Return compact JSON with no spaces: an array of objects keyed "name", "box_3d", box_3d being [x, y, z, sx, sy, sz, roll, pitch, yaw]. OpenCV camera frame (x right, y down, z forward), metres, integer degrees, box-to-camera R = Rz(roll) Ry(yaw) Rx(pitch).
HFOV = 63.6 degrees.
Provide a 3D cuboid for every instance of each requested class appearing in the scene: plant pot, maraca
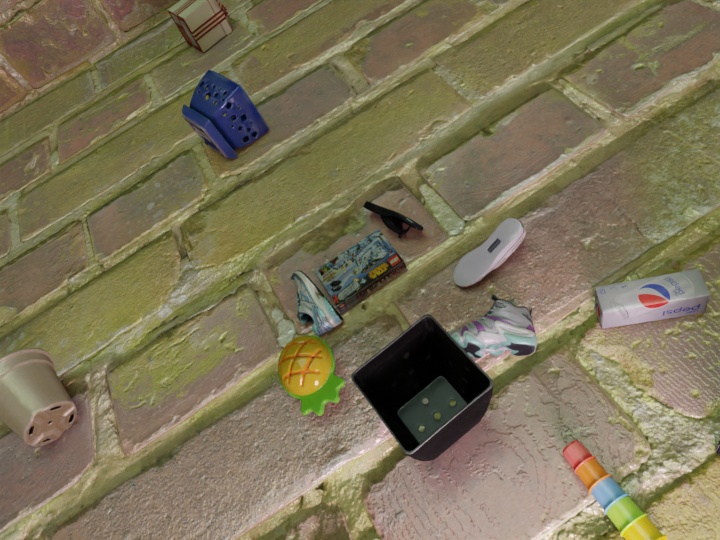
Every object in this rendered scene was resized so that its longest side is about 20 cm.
[{"name":"plant pot","box_3d":[-0.451,-0.499,1.897,0.199,0.200,0.180,35,79,36]},{"name":"plant pot","box_3d":[0.133,0.249,1.125,0.199,0.178,0.200,-37,50,-7]},{"name":"plant pot","box_3d":[-0.824,0.333,1.462,0.183,0.201,0.201,35,73,25]},{"name":"maraca","box_3d":[-0.112,0.228,1.285,0.137,0.107,0.201,-39,51,1]}]

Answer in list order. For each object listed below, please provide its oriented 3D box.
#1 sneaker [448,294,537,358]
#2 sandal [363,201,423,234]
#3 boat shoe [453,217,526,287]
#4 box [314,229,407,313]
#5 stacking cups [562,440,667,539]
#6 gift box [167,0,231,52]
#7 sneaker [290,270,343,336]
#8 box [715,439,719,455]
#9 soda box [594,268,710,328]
[{"name":"sneaker","box_3d":[0.272,0.110,1.242,0.196,0.078,0.142,0,54,11]},{"name":"sandal","box_3d":[0.083,-0.126,1.497,0.199,0.075,0.049,27,93,42]},{"name":"boat shoe","box_3d":[0.299,-0.035,1.336,0.201,0.065,0.072,-50,53,11]},{"name":"box","box_3d":[0.000,0.000,1.448,0.198,0.040,0.137,-33,49,-3]},{"name":"stacking cups","box_3d":[0.421,0.380,0.987,0.060,0.061,0.201,-33,50,-4]},{"name":"gift box","box_3d":[-0.647,-1.038,2.366,0.186,0.201,0.184,-42,56,-13]},{"name":"sneaker","box_3d":[-0.130,0.078,1.422,0.086,0.078,0.200,-40,51,-5]},{"name":"box","box_3d":[0.649,0.269,0.885,0.160,0.201,0.049,24,68,34]},{"name":"soda box","box_3d":[0.575,0.058,1.155,0.197,0.069,0.064,-11,52,14]}]
